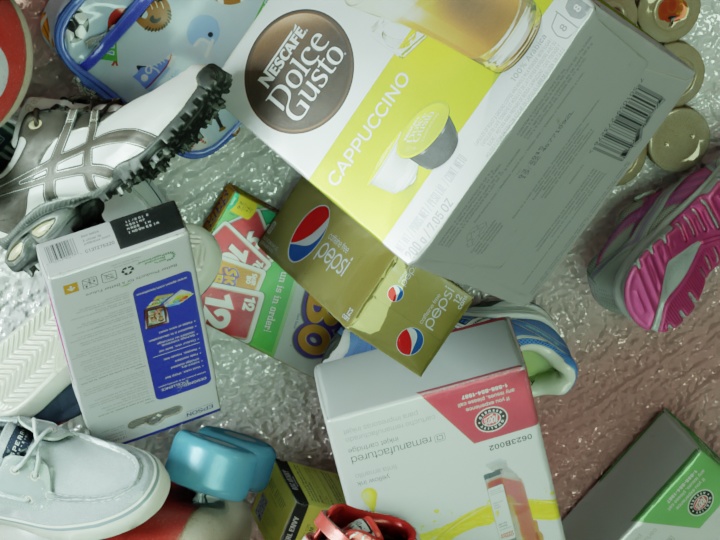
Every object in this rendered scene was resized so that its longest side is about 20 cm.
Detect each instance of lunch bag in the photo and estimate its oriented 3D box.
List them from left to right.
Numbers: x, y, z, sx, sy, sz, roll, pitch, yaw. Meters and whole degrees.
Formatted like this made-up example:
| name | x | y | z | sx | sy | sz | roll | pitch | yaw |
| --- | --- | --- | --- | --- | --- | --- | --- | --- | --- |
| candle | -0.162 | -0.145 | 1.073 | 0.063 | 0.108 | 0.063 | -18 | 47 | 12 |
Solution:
| name | x | y | z | sx | sy | sz | roll | pitch | yaw |
| --- | --- | --- | --- | --- | --- | --- | --- | --- | --- |
| lunch bag | -0.113 | -0.182 | 1.657 | 0.160 | 0.076 | 0.200 | 41 | 91 | -26 |

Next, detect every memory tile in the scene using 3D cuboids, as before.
| name | x | y | z | sx | sy | sz | roll | pitch | yaw |
| --- | --- | --- | --- | --- | --- | --- | --- | --- | --- |
| memory tile | 0.158 | -0.129 | 1.795 | 0.199 | 0.017 | 0.154 | -11 | 113 | -14 |

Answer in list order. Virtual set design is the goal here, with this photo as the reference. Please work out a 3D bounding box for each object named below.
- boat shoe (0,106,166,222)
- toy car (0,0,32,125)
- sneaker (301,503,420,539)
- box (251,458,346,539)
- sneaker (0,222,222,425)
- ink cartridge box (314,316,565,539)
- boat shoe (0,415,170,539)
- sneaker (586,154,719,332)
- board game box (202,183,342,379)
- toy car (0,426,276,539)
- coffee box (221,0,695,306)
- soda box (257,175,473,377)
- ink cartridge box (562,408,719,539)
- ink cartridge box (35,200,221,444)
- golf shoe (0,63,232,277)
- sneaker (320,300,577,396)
| name | x | y | z | sx | sy | sz | roll | pitch | yaw |
| --- | --- | --- | --- | --- | --- | --- | --- | --- | --- |
| boat shoe | -0.212 | -0.061 | 1.676 | 0.199 | 0.067 | 0.074 | 28 | 100 | -24 |
| toy car | -0.315 | -0.142 | 1.507 | 0.176 | 0.200 | 0.185 | 20 | 99 | 20 |
| sneaker | -0.050 | 0.210 | 1.649 | 0.200 | 0.067 | 0.109 | -1 | 116 | -31 |
| box | 0.023 | 0.197 | 1.844 | 0.199 | 0.075 | 0.050 | 15 | 107 | -23 |
| sneaker | -0.171 | 0.041 | 1.717 | 0.199 | 0.075 | 0.084 | -34 | 151 | 10 |
| ink cartridge box | 0.062 | 0.152 | 1.740 | 0.144 | 0.084 | 0.201 | -15 | 117 | -1 |
| boat shoe | -0.226 | 0.133 | 1.660 | 0.200 | 0.070 | 0.072 | 2 | 146 | 24 |
| sneaker | 0.238 | -0.035 | 1.823 | 0.200 | 0.088 | 0.082 | -36 | 115 | -27 |
| board game box | -0.035 | 0.024 | 1.787 | 0.199 | 0.030 | 0.096 | 27 | 99 | -27 |
| toy car | -0.185 | 0.184 | 1.753 | 0.199 | 0.177 | 0.185 | 18 | 91 | 7 |
| coffee box | 0.061 | -0.124 | 1.618 | 0.200 | 0.198 | 0.200 | -54 | 155 | 10 |
| soda box | 0.000 | 0.000 | 1.666 | 0.068 | 0.200 | 0.064 | 33 | 93 | -25 |
| ink cartridge box | 0.265 | 0.229 | 1.924 | 0.200 | 0.084 | 0.146 | 39 | 95 | -25 |
| ink cartridge box | -0.150 | 0.040 | 1.632 | 0.094 | 0.037 | 0.201 | -19 | 141 | -10 |
| golf shoe | -0.172 | -0.084 | 1.579 | 0.200 | 0.078 | 0.095 | -37 | 87 | 21 |
| sneaker | 0.066 | 0.063 | 1.781 | 0.199 | 0.077 | 0.076 | -7 | 120 | -25 |
